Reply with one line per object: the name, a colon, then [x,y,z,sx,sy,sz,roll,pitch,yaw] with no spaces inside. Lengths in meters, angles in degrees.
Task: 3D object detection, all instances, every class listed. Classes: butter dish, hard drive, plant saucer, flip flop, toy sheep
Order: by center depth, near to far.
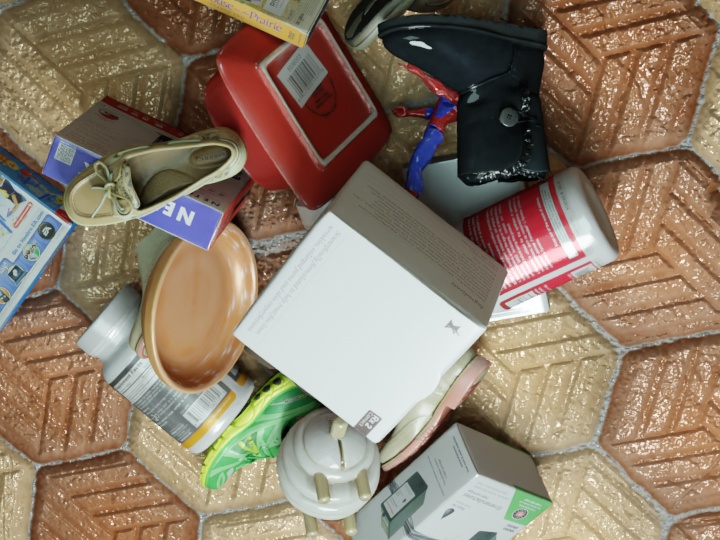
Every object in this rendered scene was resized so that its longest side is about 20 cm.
flip flop: [0.067,-0.298,1.508,0.200,0.081,0.058,-40,118,23]
butter dish: [-0.093,-0.173,1.543,0.147,0.200,0.200,-17,111,41]
plant saucer: [-0.187,0.039,1.609,0.037,0.200,0.201,11,115,29]
hard drive: [0.134,-0.038,1.622,0.131,0.027,0.201,-10,110,13]
toy sheep: [-0.036,0.230,1.667,0.137,0.138,0.200,23,140,0]

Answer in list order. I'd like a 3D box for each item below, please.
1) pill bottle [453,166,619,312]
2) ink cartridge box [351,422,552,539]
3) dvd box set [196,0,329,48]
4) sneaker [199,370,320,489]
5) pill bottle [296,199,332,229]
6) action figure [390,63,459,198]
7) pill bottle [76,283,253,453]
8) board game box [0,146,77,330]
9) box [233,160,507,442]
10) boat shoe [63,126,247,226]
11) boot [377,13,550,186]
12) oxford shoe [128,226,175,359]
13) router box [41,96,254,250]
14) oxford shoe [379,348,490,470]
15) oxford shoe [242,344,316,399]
pill bottle: [0.171,-0.023,1.547,0.199,0.112,0.113,-26,105,18]
ink cartridge box: [0.106,0.291,1.694,0.146,0.084,0.200,25,119,-39]
dvd box set: [-0.122,-0.329,1.492,0.199,0.147,0.029,23,146,-1]
sneaker: [-0.126,0.210,1.739,0.084,0.074,0.200,42,112,-4]
pill bottle: [0.000,0.000,1.614,0.111,0.111,0.201,-17,108,16]
action figure: [0.053,-0.152,1.546,0.099,0.065,0.200,32,83,-1]
pill bottle: [-0.235,0.116,1.699,0.200,0.116,0.116,41,112,-7]
board game box: [-0.467,-0.051,1.704,0.196,0.056,0.200,38,113,-6]
box: [0.011,0.034,1.480,0.200,0.131,0.199,38,122,-5]
boat shoe: [-0.215,-0.098,1.448,0.199,0.063,0.074,-22,96,6]
boot: [0.112,-0.176,1.484,0.199,0.076,0.169,3,86,-24]
oxford shoe: [-0.231,0.006,1.644,0.074,0.071,0.201,18,70,11]
router box: [-0.227,-0.111,1.571,0.199,0.180,0.049,25,112,-1]
oxford shoe: [0.073,0.157,1.686,0.074,0.071,0.200,42,116,10]
oxford shoe: [-0.046,0.106,1.672,0.199,0.071,0.071,31,108,12]
